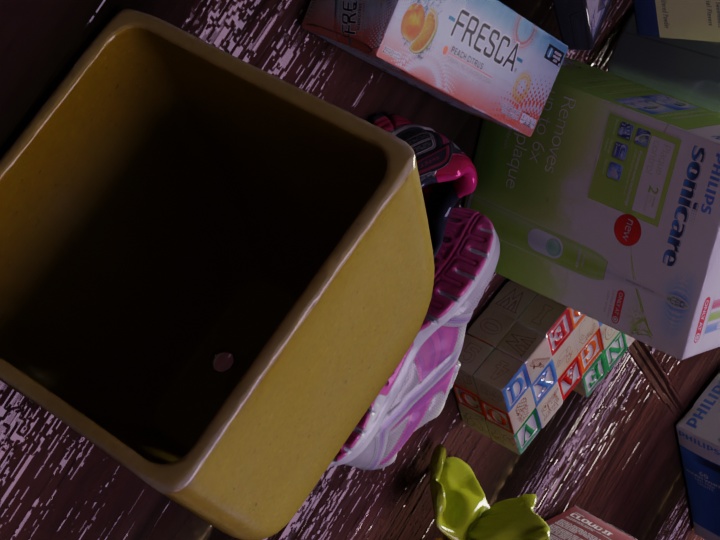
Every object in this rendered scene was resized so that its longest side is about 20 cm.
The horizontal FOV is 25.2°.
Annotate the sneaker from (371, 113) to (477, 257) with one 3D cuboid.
[{"bbox_3d":[0.000,0.000,1.015,0.080,0.074,0.201,25,91,-55],"label":"sneaker"}]

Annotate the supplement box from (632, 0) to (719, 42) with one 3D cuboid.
[{"bbox_3d":[0.302,-0.267,1.099,0.201,0.198,0.135,-63,149,-33],"label":"supplement box"}]

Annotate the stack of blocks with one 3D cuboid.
[{"bbox_3d":[0.156,0.044,1.263,0.200,0.058,0.116,-48,143,-23],"label":"stack of blocks"}]

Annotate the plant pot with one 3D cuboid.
[{"bbox_3d":[-0.074,0.025,0.840,0.195,0.195,0.200,-54,151,-14],"label":"plant pot"}]

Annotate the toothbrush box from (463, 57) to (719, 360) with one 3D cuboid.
[{"bbox_3d":[0.176,-0.049,1.108,0.086,0.199,0.147,-12,122,-49],"label":"toothbrush box"}]

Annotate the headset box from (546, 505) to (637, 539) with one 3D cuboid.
[{"bbox_3d":[0.159,0.307,1.417,0.199,0.075,0.150,-16,124,-47],"label":"headset box"}]

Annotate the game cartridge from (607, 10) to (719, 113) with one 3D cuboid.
[{"bbox_3d":[0.278,-0.192,1.211,0.200,0.132,0.042,-49,143,-22],"label":"game cartridge"}]

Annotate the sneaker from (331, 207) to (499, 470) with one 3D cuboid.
[{"bbox_3d":[0.030,0.049,1.090,0.201,0.081,0.088,-54,146,-1],"label":"sneaker"}]

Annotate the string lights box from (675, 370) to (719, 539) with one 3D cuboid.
[{"bbox_3d":[0.383,0.193,1.657,0.103,0.059,0.201,-47,142,-22],"label":"string lights box"}]

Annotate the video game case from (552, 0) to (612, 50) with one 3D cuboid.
[{"bbox_3d":[0.152,-0.278,1.040,0.182,0.025,0.201,-64,150,-32],"label":"video game case"}]

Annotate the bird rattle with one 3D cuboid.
[{"bbox_3d":[0.064,0.247,1.241,0.201,0.112,0.163,-60,162,-2],"label":"bird rattle"}]

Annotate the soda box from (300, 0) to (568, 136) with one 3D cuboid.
[{"bbox_3d":[0.050,-0.145,1.001,0.199,0.063,0.069,18,96,-56],"label":"soda box"}]
